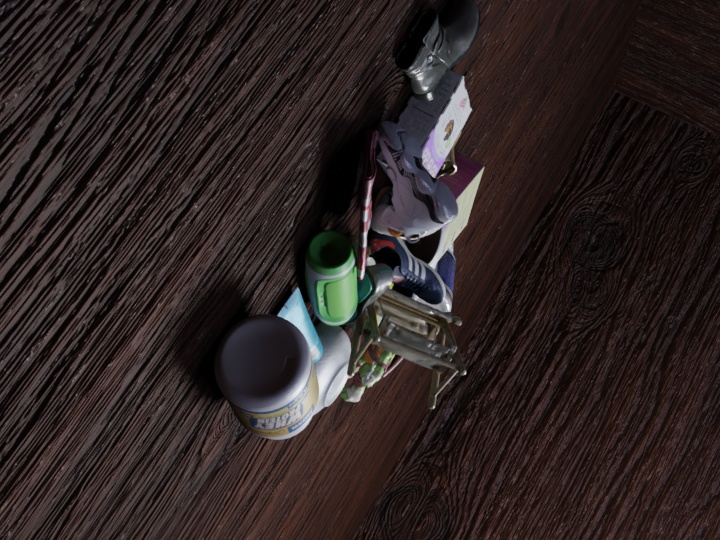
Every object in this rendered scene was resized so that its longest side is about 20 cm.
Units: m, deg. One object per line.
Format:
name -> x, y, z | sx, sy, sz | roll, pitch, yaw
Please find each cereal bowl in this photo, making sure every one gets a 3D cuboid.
cereal bowl -> -0.077, 0.204, 1.608 | 0.201, 0.083, 0.201 | -54, 163, -25

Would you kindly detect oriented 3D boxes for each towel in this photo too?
towel -> 0.010, -0.106, 1.329 | 0.145, 0.022, 0.202 | -86, 180, -49

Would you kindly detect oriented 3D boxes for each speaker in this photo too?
speaker -> -0.048, 0.017, 1.393 | 0.089, 0.088, 0.201 | -53, 162, -25

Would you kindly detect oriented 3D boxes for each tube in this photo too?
tube -> -0.108, 0.104, 1.424 | 0.078, 0.050, 0.201 | -60, 159, -20

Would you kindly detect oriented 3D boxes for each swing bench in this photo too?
swing bench -> 0.088, 0.125, 1.595 | 0.130, 0.196, 0.202 | -54, -158, 39

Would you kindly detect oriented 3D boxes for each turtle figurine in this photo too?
turtle figurine -> -0.007, 0.179, 1.728 | 0.199, 0.144, 0.195 | -24, 156, -51

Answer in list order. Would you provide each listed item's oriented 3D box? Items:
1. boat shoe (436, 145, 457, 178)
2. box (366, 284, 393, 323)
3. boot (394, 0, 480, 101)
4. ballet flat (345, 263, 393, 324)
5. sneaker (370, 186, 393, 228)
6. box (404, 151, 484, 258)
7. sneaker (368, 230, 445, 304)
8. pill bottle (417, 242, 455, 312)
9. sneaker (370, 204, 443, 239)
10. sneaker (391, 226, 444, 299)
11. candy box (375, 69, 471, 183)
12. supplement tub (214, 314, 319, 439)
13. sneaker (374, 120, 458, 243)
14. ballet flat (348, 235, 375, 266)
boat shoe -> 0.163, -0.220, 1.665 | 0.201, 0.075, 0.072 | -53, 161, -29
box -> 0.045, 0.031, 1.763 | 0.118, 0.048, 0.201 | -56, 165, -22
boot -> 0.130, -0.383, 1.335 | 0.202, 0.067, 0.131 | -61, 158, -8
ballet flat -> 0.004, 0.046, 1.515 | 0.063, 0.068, 0.200 | -17, 165, -31
sneaker -> 0.075, -0.113, 1.572 | 0.199, 0.077, 0.079 | -27, 145, -60
box -> 0.168, -0.131, 1.792 | 0.200, 0.096, 0.177 | -49, 160, -40
sneaker -> 0.085, 0.009, 1.605 | 0.075, 0.200, 0.085 | -36, -163, 38
pill bottle -> 0.157, 0.009, 1.863 | 0.117, 0.114, 0.202 | 99, 2, -49
sneaker -> 0.112, -0.085, 1.510 | 0.198, 0.084, 0.074 | -11, 116, -46
sneaker -> 0.124, -0.022, 1.706 | 0.084, 0.072, 0.202 | -22, 141, -59
candy box -> 0.120, -0.250, 1.496 | 0.202, 0.071, 0.168 | -61, 163, -3
supplement tub -> -0.137, 0.170, 1.258 | 0.146, 0.143, 0.201 | -55, 162, -21
sneaker -> 0.066, -0.142, 1.372 | 0.115, 0.201, 0.075 | -37, 180, 36
ballet flat -> 0.000, 0.000, 1.546 | 0.069, 0.062, 0.200 | -59, 164, -14
